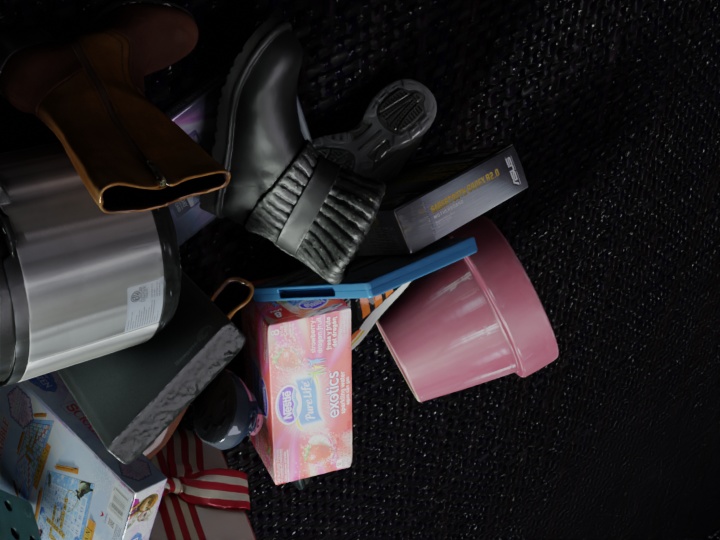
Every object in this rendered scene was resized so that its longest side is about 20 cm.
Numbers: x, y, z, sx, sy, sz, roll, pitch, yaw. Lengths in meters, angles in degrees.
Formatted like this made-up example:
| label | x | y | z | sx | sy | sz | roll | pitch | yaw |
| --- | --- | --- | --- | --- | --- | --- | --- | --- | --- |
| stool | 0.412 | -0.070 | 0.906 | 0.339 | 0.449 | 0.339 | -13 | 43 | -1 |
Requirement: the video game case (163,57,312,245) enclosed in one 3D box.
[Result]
| label | x | y | z | sx | sy | sz | roll | pitch | yaw |
| --- | --- | --- | --- | --- | --- | --- | --- | --- | --- |
| video game case | -0.138 | -0.111 | 1.111 | 0.199 | 0.019 | 0.143 | -39 | 146 | -14 |

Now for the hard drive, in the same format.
| label | x | y | z | sx | sy | sz | roll | pitch | yaw |
| --- | --- | --- | --- | --- | --- | --- | --- | --- | --- |
| hard drive | -0.190 | 0.061 | 1.019 | 0.140 | 0.200 | 0.033 | -46 | 128 | -5 |

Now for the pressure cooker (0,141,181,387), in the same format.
| label | x | y | z | sx | sy | sz | roll | pitch | yaw |
| --- | --- | --- | --- | --- | --- | --- | --- | --- | --- |
| pressure cooker | -0.259 | -0.007 | 0.918 | 0.198 | 0.178 | 0.178 | -18 | 96 | -34 |

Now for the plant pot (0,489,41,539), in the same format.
| label | x | y | z | sx | sy | sz | roll | pitch | yaw |
| --- | --- | --- | --- | --- | --- | --- | --- | --- | --- |
| plant pot | -0.384 | 0.281 | 1.052 | 0.199 | 0.142 | 0.141 | -30 | 148 | 6 |

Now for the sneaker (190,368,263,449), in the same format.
| label | x | y | z | sx | sy | sz | roll | pitch | yaw |
| --- | --- | --- | --- | --- | --- | --- | --- | --- | --- |
| sneaker | -0.127 | 0.143 | 1.218 | 0.082 | 0.200 | 0.071 | 33 | 91 | -19 |

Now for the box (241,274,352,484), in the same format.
| label | x | y | z | sx | sy | sz | roll | pitch | yaw |
| --- | --- | --- | --- | --- | --- | --- | --- | --- | --- |
| box | -0.068 | 0.114 | 1.288 | 0.094 | 0.103 | 0.202 | -11 | 120 | -20 |

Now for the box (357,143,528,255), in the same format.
| label | x | y | z | sx | sy | sz | roll | pitch | yaw |
| --- | --- | --- | --- | --- | --- | --- | --- | --- | --- |
| box | 0.052 | -0.070 | 1.229 | 0.157 | 0.199 | 0.049 | -29 | 103 | -25 |

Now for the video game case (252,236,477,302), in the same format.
| label | x | y | z | sx | sy | sz | roll | pitch | yaw |
| --- | --- | --- | --- | --- | --- | --- | --- | --- | --- |
| video game case | 0.000 | 0.000 | 1.185 | 0.142 | 0.199 | 0.018 | -23 | 102 | -36 |

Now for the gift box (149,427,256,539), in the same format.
| label | x | y | z | sx | sy | sz | roll | pitch | yaw |
| --- | --- | --- | --- | --- | --- | --- | --- | --- | --- |
| gift box | -0.230 | 0.271 | 1.253 | 0.183 | 0.201 | 0.188 | 2 | 128 | -35 |

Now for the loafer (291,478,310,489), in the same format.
| label | x | y | z | sx | sy | sz | roll | pitch | yaw |
| --- | --- | --- | --- | --- | --- | --- | --- | --- | --- |
| loafer | -0.079 | 0.195 | 1.451 | 0.072 | 0.073 | 0.201 | -38 | 148 | -23 |

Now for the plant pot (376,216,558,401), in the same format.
| label | x | y | z | sx | sy | sz | roll | pitch | yaw |
| --- | --- | --- | --- | --- | --- | --- | --- | --- | --- |
| plant pot | 0.118 | 0.062 | 1.455 | 0.178 | 0.201 | 0.201 | -28 | 145 | -3 |

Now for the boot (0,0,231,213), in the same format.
| label | x | y | z | sx | sy | sz | roll | pitch | yaw |
| --- | --- | --- | --- | --- | --- | --- | --- | --- | --- |
| boot | -0.159 | -0.130 | 0.896 | 0.187 | 0.200 | 0.069 | -14 | 135 | -41 |

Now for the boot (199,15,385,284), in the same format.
| label | x | y | z | sx | sy | sz | roll | pitch | yaw |
| --- | --- | --- | --- | --- | --- | --- | --- | --- | --- |
| boot | -0.047 | -0.104 | 1.056 | 0.080 | 0.157 | 0.213 | -50 | 163 | -51 |

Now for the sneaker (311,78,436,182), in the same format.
| label | x | y | z | sx | sy | sz | roll | pitch | yaw |
| --- | --- | --- | --- | --- | --- | --- | --- | --- | --- |
| sneaker | -0.002 | -0.106 | 1.229 | 0.199 | 0.078 | 0.100 | -34 | 161 | -9 |

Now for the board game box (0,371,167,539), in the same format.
| label | x | y | z | sx | sy | sz | roll | pitch | yaw |
| --- | --- | --- | --- | --- | --- | --- | --- | --- | --- |
| board game box | -0.277 | 0.210 | 1.106 | 0.041 | 0.199 | 0.202 | -19 | 139 | -49 |

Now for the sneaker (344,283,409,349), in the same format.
| label | x | y | z | sx | sy | sz | roll | pitch | yaw |
| --- | --- | --- | --- | --- | --- | --- | --- | --- | --- |
| sneaker | -0.001 | 0.010 | 1.350 | 0.201 | 0.070 | 0.090 | -56 | 150 | 14 |

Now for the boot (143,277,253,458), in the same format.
| label | x | y | z | sx | sy | sz | roll | pitch | yaw |
| --- | --- | --- | --- | --- | --- | --- | --- | --- | --- |
| boot | -0.167 | 0.102 | 1.116 | 0.189 | 0.068 | 0.200 | -54 | -170 | -14 |
